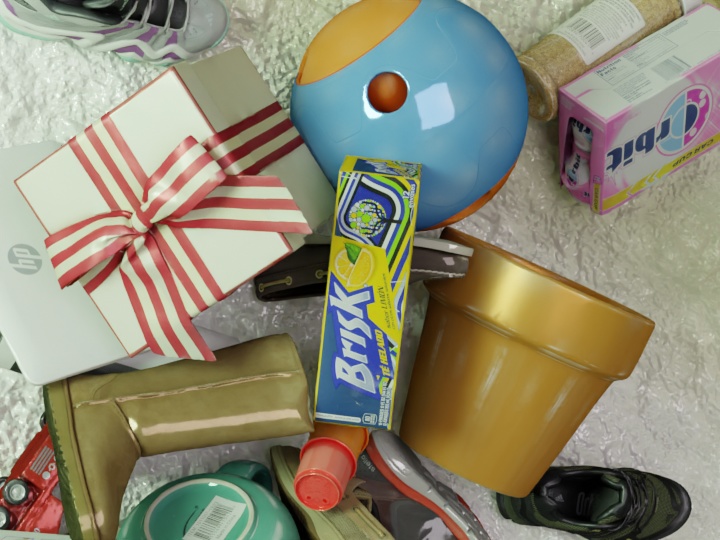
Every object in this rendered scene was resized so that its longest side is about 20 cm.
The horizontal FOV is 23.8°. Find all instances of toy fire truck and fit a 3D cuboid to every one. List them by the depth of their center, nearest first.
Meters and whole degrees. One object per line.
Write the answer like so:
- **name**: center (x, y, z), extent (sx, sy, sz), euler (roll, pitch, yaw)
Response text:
- **toy fire truck**: center (-0.238, 0.216, 1.370), extent (0.141, 0.049, 0.201), euler (39, 73, -18)

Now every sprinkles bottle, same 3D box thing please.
- **sprinkles bottle**: center (0.226, -0.217, 1.582), extent (0.200, 0.068, 0.068), euler (-36, 102, -20)

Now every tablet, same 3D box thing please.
- **tablet**: center (-0.246, -0.010, 1.333), extent (0.130, 0.014, 0.201), euler (-17, 69, -41)

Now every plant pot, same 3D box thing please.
- **plant pot**: center (0.126, 0.086, 1.470), extent (0.199, 0.200, 0.184), euler (23, 94, -21)

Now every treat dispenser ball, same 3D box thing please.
- **treat dispenser ball**: center (0.040, -0.132, 1.424), extent (0.199, 0.201, 0.203), euler (1, 88, -24)

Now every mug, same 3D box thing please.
- **mug**: center (-0.124, 0.225, 1.358), extent (0.151, 0.185, 0.115), euler (-16, 130, -11)

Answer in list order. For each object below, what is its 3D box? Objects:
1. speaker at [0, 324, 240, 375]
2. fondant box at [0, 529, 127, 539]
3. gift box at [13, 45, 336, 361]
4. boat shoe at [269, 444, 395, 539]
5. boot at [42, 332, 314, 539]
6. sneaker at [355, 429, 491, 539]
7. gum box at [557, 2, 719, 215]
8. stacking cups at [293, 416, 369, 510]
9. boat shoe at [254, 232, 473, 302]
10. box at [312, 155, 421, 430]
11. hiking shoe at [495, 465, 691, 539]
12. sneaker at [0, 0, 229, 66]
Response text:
- **speaker**: center (-0.198, 0.064, 1.378), extent (0.199, 0.081, 0.082), euler (19, 80, -22)
- **fondant box**: center (-0.245, 0.274, 1.283), extent (0.198, 0.058, 0.145), euler (1, 103, 17)
- **gift box**: center (-0.124, -0.048, 1.311), extent (0.184, 0.187, 0.200), euler (-37, 91, 21)
- **boat shoe**: center (-0.020, 0.200, 1.391), extent (0.064, 0.200, 0.072), euler (-21, 122, -13)
- **boot**: center (-0.131, 0.125, 1.287), extent (0.198, 0.066, 0.176), euler (-8, 48, -14)
- **sneaker**: center (0.052, 0.228, 1.500), extent (0.082, 0.077, 0.200), euler (-40, 104, 8)
- **gum box**: center (0.268, -0.146, 1.567), extent (0.199, 0.066, 0.114), euler (-30, 139, -22)
- **stacking cups**: center (-0.014, 0.117, 1.401), extent (0.061, 0.060, 0.200), euler (49, 27, -15)
- **boat shoe**: center (0.000, 0.000, 1.418), extent (0.072, 0.199, 0.060), euler (19, 75, -63)
- **box**: center (0.005, 0.017, 1.326), extent (0.064, 0.070, 0.202), euler (6, 104, 2)
- **hiking shoe**: center (0.227, 0.216, 1.547), extent (0.199, 0.101, 0.076), euler (6, 86, -23)
- **sneaker**: center (-0.184, -0.213, 1.359), extent (0.199, 0.140, 0.078), euler (1, 87, -23)
